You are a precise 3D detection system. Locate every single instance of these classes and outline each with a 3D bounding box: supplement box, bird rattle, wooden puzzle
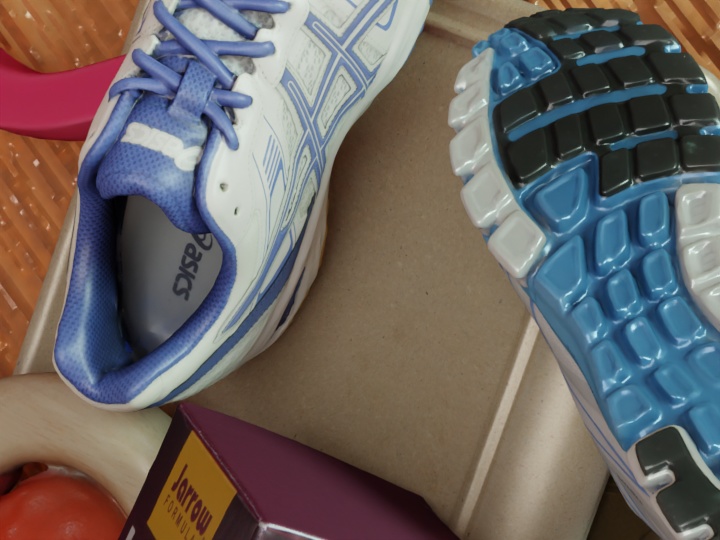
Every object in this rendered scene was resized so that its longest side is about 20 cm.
[{"bbox_3d":[-0.042,0.152,0.764,0.085,0.110,0.201,23,96,-19],"label":"supplement box"},{"bbox_3d":[-0.106,0.095,0.875,0.162,0.113,0.201,-21,74,26],"label":"bird rattle"},{"bbox_3d":[0.000,0.000,0.857,0.199,0.037,0.186,23,97,30],"label":"wooden puzzle"}]

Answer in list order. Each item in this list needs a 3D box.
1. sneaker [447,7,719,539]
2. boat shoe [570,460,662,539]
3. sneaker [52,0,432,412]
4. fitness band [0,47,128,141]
[{"bbox_3d":[0.078,0.019,0.757,0.075,0.087,0.201,-19,58,-4],"label":"sneaker"},{"bbox_3d":[0.074,0.092,0.849,0.073,0.063,0.201,26,96,40],"label":"boat shoe"},{"bbox_3d":[-0.034,-0.049,0.781,0.075,0.088,0.201,19,113,15],"label":"sneaker"},{"bbox_3d":[-0.063,-0.117,0.867,0.199,0.037,0.144,-14,80,30],"label":"fitness band"}]
